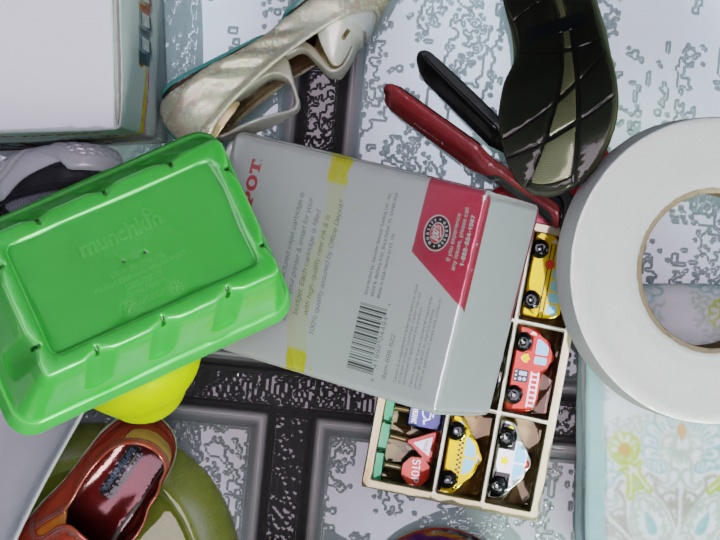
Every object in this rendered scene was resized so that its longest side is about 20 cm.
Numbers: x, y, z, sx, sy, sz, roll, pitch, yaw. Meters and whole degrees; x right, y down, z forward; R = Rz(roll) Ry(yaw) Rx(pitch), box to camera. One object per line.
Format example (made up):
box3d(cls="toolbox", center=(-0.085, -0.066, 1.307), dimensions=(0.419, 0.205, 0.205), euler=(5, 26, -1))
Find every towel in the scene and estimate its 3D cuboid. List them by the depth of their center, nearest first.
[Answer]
box3d(cls="towel", center=(0.233, 0.110, 1.417), dimensions=(0.170, 0.048, 0.202), euler=(0, 90, 0))

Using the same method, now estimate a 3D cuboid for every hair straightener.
box3d(cls="hair straightener", center=(0.113, -0.089, 1.406), dimensions=(0.199, 0.041, 0.077), euler=(36, 72, 18))

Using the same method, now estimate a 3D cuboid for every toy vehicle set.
box3d(cls="toy vehicle set", center=(0.078, 0.061, 1.419), dimensions=(0.123, 0.027, 0.202), euler=(10, 94, 0))

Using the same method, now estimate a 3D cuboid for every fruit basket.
box3d(cls="fruit basket", center=(-0.152, 0.018, 1.319), dimensions=(0.214, 0.216, 0.156), euler=(-26, 87, 3))

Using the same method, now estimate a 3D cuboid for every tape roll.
box3d(cls="tape roll", center=(0.228, -0.001, 1.358), dimensions=(0.201, 0.037, 0.205), euler=(0, 91, -11))

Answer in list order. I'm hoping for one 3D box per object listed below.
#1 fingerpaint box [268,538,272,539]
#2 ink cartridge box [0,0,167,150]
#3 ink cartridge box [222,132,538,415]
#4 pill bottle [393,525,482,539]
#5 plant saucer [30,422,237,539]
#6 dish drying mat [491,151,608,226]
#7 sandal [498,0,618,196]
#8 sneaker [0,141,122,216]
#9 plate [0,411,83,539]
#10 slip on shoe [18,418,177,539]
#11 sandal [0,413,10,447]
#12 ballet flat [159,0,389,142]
box3d(cls="fingerpaint box", center=(-0.076, 0.295, 1.370), dimensions=(0.073, 0.167, 0.201), euler=(28, 93, -7))
box3d(cls="ink cartridge box", center=(-0.212, -0.156, 1.362), dimensions=(0.144, 0.200, 0.146), euler=(-2, 90, 3))
box3d(cls="ink cartridge box", center=(0.000, 0.000, 1.369), dimensions=(0.199, 0.083, 0.146), euler=(16, 94, 30))
box3d(cls="pill bottle", center=(0.060, 0.236, 1.343), dimensions=(0.110, 0.200, 0.112), euler=(0, 93, -5))
box3d(cls="plant saucer", center=(-0.184, 0.208, 1.447), dimensions=(0.198, 0.031, 0.202), euler=(0, 91, 3))
box3d(cls="dish drying mat", center=(0.096, -0.014, 1.437), dimensions=(0.199, 0.018, 0.077), euler=(-30, 91, 2))
box3d(cls="sandal", center=(0.136, -0.137, 1.393), dimensions=(0.079, 0.057, 0.202), euler=(-7, 59, 15))
box3d(cls="sneaker", center=(-0.222, -0.005, 1.377), dimensions=(0.199, 0.075, 0.115), euler=(-26, 65, 38))
box3d(cls="plate", center=(-0.300, 0.137, 1.409), dimensions=(0.198, 0.032, 0.201), euler=(18, 71, 22))
box3d(cls="slip on shoe", center=(-0.191, 0.185, 1.397), dimensions=(0.074, 0.061, 0.201), euler=(35, 92, -11))
box3d(cls="sandal", center=(-0.287, 0.186, 1.427), dimensions=(0.075, 0.045, 0.202), euler=(6, 82, 34))
box3d(cls="ballet flat", center=(-0.043, -0.142, 1.412), dimensions=(0.199, 0.067, 0.063), euler=(-34, 74, -2))
